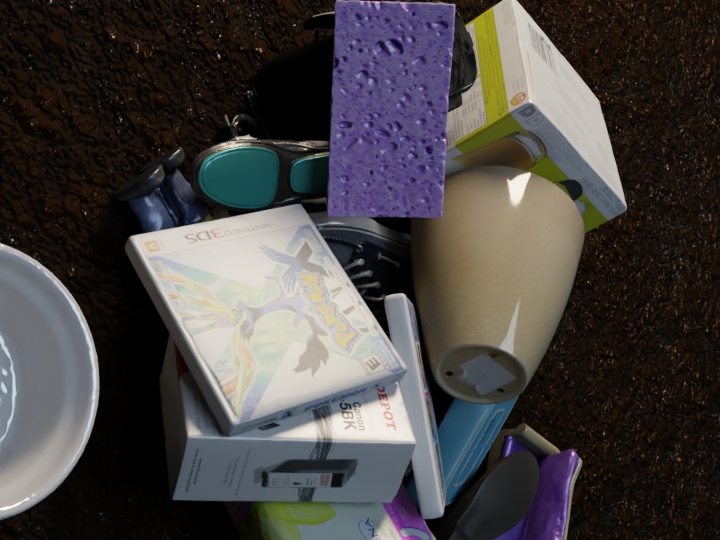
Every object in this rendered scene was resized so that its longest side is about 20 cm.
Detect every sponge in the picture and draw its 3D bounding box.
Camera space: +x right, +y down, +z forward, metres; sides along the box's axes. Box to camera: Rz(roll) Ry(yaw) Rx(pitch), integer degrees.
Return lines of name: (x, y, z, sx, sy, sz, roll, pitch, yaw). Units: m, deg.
sponge: (0.027, -0.147, 1.043, 0.030, 0.111, 0.201, -99, -169, -77)

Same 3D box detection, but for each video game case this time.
video game case: (-0.080, 0.034, 0.966, 0.182, 0.022, 0.200, -14, 59, -36)
video game case: (0.055, 0.127, 1.077, 0.182, 0.024, 0.201, 42, 39, -82)

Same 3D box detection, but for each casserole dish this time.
casserole dish: (0.115, 0.183, 1.217, 0.201, 0.039, 0.121, -63, 158, 10)

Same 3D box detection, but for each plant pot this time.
plant pot: (0.132, 0.029, 1.141, 0.187, 0.187, 0.200, 46, 37, -31)

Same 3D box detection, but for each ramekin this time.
ramekin: (-0.301, 0.083, 0.819, 0.200, 0.097, 0.201, 14, 71, -45)

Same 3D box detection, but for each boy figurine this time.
boy figurine: (-0.148, -0.009, 1.042, 0.200, 0.064, 0.124, 58, 42, -16)

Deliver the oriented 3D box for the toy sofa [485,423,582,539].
toy sofa: (0.188, 0.288, 1.315, 0.083, 0.097, 0.201, 37, 56, -37)

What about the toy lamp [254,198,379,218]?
toy lamp: (-0.046, -0.081, 1.181, 0.200, 0.058, 0.058, -2, 81, -51)

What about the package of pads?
package of pads: (-0.039, 0.212, 1.013, 0.154, 0.068, 0.200, -9, 50, -34)

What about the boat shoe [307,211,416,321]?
boat shoe: (0.000, 0.000, 1.193, 0.200, 0.075, 0.093, 12, 64, -47)

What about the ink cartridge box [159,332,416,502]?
ink cartridge box: (-0.067, 0.121, 0.979, 0.199, 0.083, 0.147, 4, 39, -19)

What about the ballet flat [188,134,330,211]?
ballet flat: (-0.087, -0.096, 1.066, 0.199, 0.073, 0.073, -7, 85, -38)

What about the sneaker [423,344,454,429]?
sneaker: (0.044, 0.104, 1.220, 0.200, 0.070, 0.109, 44, 56, -41)

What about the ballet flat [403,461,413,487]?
ballet flat: (0.018, 0.178, 1.174, 0.200, 0.068, 0.068, 41, 52, -35)

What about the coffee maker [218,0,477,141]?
coffee maker: (-0.004, -0.182, 1.142, 0.135, 0.200, 0.192, 51, 47, -25)

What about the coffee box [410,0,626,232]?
coffee box: (0.155, -0.142, 1.274, 0.200, 0.197, 0.200, 40, 32, -34)

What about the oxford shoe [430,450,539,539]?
oxford shoe: (0.124, 0.272, 1.249, 0.200, 0.071, 0.071, -41, 106, -29)
